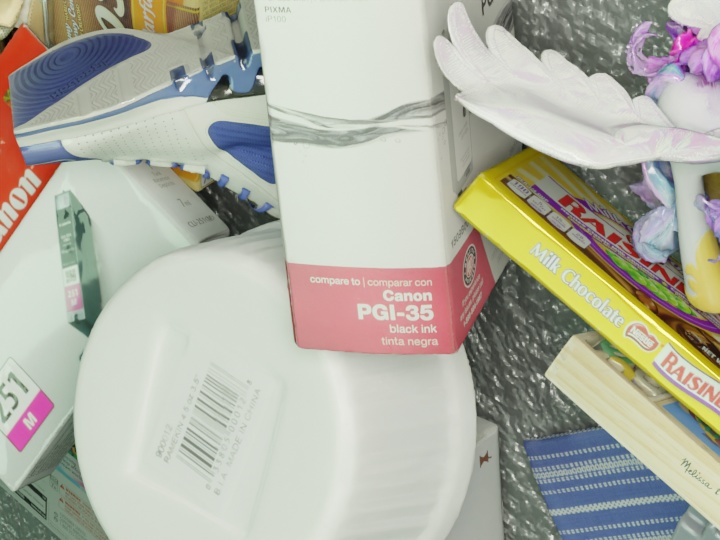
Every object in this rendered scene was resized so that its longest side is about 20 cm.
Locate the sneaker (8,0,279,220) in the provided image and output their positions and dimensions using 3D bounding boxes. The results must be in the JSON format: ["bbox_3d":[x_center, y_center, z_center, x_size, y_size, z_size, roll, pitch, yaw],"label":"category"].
[{"bbox_3d":[-0.075,-0.071,1.313,0.081,0.198,0.116,-99,-8,-54],"label":"sneaker"}]

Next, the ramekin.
[{"bbox_3d":[-0.050,0.075,1.278,0.200,0.098,0.202,3,95,35],"label":"ramekin"}]

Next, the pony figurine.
[{"bbox_3d":[0.151,-0.065,1.075,0.193,0.167,0.200,34,159,29],"label":"pony figurine"}]

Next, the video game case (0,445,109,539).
[{"bbox_3d":[-0.173,0.123,1.673,0.200,0.024,0.183,36,138,28],"label":"video game case"}]

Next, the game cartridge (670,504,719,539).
[{"bbox_3d":[0.224,0.191,1.195,0.200,0.042,0.133,40,156,17],"label":"game cartridge"}]

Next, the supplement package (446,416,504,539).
[{"bbox_3d":[-0.029,0.127,1.428,0.199,0.117,0.117,20,126,39],"label":"supplement package"}]

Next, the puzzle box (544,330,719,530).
[{"bbox_3d":[0.187,0.095,1.149,0.200,0.133,0.025,41,111,20],"label":"puzzle box"}]

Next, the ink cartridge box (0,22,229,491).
[{"bbox_3d":[-0.190,-0.007,1.424,0.174,0.044,0.200,45,117,13],"label":"ink cartridge box"}]

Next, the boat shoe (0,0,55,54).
[{"bbox_3d":[-0.191,-0.154,1.446,0.071,0.076,0.201,14,125,44],"label":"boat shoe"}]

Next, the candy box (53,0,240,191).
[{"bbox_3d":[-0.110,-0.155,1.369,0.115,0.055,0.201,31,137,31],"label":"candy box"}]

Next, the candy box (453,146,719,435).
[{"bbox_3d":[0.136,0.019,1.153,0.200,0.102,0.026,41,108,7],"label":"candy box"}]

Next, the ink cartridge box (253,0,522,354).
[{"bbox_3d":[0.017,-0.082,1.175,0.082,0.147,0.201,3,117,18],"label":"ink cartridge box"}]

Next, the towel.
[{"bbox_3d":[0.170,0.166,1.314,0.145,0.024,0.201,-17,100,55],"label":"towel"}]
